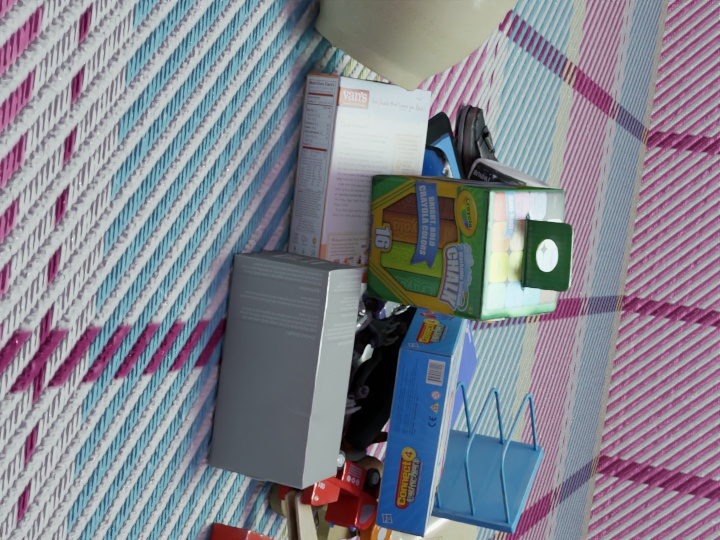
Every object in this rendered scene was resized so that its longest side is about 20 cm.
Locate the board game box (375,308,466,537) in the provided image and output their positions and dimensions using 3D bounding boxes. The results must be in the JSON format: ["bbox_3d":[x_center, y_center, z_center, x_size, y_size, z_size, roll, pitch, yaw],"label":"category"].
[{"bbox_3d":[0.070,0.149,1.254,0.196,0.055,0.204,-56,155,-72],"label":"board game box"}]

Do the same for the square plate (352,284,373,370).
[{"bbox_3d":[0.000,0.000,1.309,0.198,0.028,0.203,51,51,-61],"label":"square plate"}]

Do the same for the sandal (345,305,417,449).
[{"bbox_3d":[0.015,0.113,1.292,0.076,0.042,0.202,-41,-157,45],"label":"sandal"}]

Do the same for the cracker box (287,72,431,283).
[{"bbox_3d":[-0.001,-0.091,1.174,0.132,0.057,0.204,1,99,-44],"label":"cracker box"}]

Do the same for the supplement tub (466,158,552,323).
[{"bbox_3d":[0.176,-0.040,1.575,0.122,0.121,0.203,-9,122,-67],"label":"supplement tub"}]

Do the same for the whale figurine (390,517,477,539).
[{"bbox_3d":[0.070,0.357,1.567,0.198,0.103,0.162,-2,102,-43],"label":"whale figurine"}]

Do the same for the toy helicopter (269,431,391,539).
[{"bbox_3d":[-0.030,0.238,1.277,0.199,0.078,0.135,15,91,-56],"label":"toy helicopter"}]

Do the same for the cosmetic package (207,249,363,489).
[{"bbox_3d":[-0.069,0.090,1.072,0.090,0.105,0.204,-8,108,-66],"label":"cosmetic package"}]

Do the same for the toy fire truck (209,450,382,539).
[{"bbox_3d":[-0.057,0.246,1.164,0.199,0.048,0.143,37,62,-46],"label":"toy fire truck"}]

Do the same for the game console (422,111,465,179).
[{"bbox_3d":[0.121,-0.076,1.397,0.117,0.170,0.203,-25,110,-19],"label":"game console"}]

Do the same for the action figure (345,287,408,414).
[{"bbox_3d":[-0.012,0.073,1.192,0.200,0.068,0.132,-37,138,-51],"label":"action figure"}]

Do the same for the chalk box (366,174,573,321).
[{"bbox_3d":[0.117,-0.023,1.123,0.123,0.198,0.127,-3,99,-43],"label":"chalk box"}]

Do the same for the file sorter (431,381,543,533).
[{"bbox_3d":[0.115,0.221,1.458,0.139,0.197,0.124,-57,146,-44],"label":"file sorter"}]

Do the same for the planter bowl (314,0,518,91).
[{"bbox_3d":[0.036,-0.262,1.116,0.136,0.199,0.200,-56,162,14],"label":"planter bowl"}]

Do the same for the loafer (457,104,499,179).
[{"bbox_3d":[0.177,-0.141,1.645,0.072,0.062,0.203,-52,145,-48],"label":"loafer"}]

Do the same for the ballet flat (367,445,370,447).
[{"bbox_3d":[0.034,0.123,1.387,0.067,0.046,0.203,146,-36,-70],"label":"ballet flat"}]

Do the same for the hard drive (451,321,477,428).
[{"bbox_3d":[0.124,0.176,1.691,0.133,0.025,0.202,73,33,-47],"label":"hard drive"}]
